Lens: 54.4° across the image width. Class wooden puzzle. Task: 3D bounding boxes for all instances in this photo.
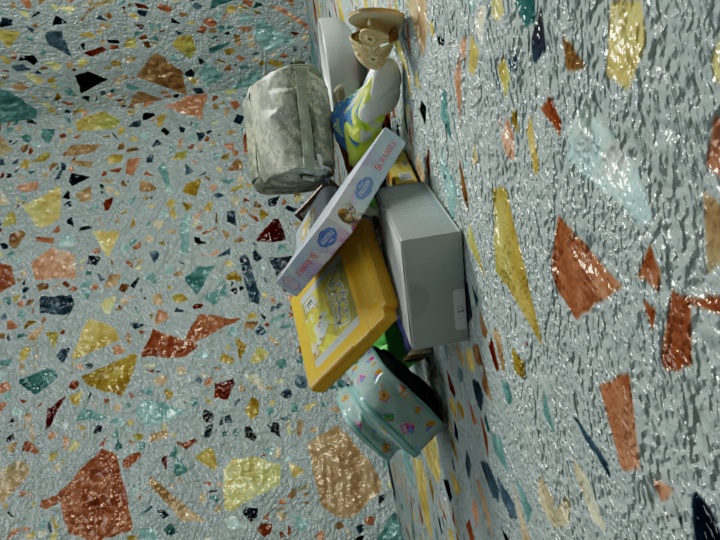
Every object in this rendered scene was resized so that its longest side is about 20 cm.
[{"bbox_3d":[-0.024,-0.223,1.284,0.185,0.037,0.200,-82,-21,-87],"label":"wooden puzzle"}]

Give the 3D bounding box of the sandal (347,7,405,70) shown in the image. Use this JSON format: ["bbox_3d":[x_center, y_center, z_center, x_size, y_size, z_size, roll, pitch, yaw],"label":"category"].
[{"bbox_3d":[0.024,-0.320,0.995,0.212,0.077,0.070,-79,-12,-79],"label":"sandal"}]

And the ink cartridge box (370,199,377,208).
[{"bbox_3d":[0.012,-0.236,1.475,0.104,0.059,0.200,-110,12,-70],"label":"ink cartridge box"}]

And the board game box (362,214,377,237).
[{"bbox_3d":[-0.038,0.017,1.095,0.200,0.032,0.120,-44,41,37],"label":"board game box"}]

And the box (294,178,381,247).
[{"bbox_3d":[-0.023,-0.079,1.368,0.200,0.100,0.075,42,179,-5],"label":"box"}]

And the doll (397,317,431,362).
[{"bbox_3d":[0.080,0.062,1.267,0.136,0.048,0.200,119,144,-68],"label":"doll"}]

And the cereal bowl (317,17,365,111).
[{"bbox_3d":[-0.038,-0.446,1.518,0.200,0.083,0.200,171,90,-85],"label":"cereal bowl"}]

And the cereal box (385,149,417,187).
[{"bbox_3d":[0.071,-0.081,1.142,0.144,0.039,0.200,-103,6,-60],"label":"cereal box"}]

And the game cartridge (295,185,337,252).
[{"bbox_3d":[-0.075,-0.044,1.237,0.200,0.041,0.133,129,144,-59],"label":"game cartridge"}]

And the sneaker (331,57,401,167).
[{"bbox_3d":[-0.004,-0.260,1.113,0.105,0.076,0.200,45,138,28],"label":"sneaker"}]

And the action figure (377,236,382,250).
[{"bbox_3d":[0.000,0.000,1.212,0.200,0.134,0.149,-44,-40,-78],"label":"action figure"}]

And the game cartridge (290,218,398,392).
[{"bbox_3d":[-0.029,0.051,1.017,0.200,0.032,0.176,-50,42,35],"label":"game cartridge"}]

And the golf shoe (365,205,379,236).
[{"bbox_3d":[-0.016,-0.043,1.266,0.200,0.088,0.077,117,159,-52],"label":"golf shoe"}]

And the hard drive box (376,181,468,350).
[{"bbox_3d":[0.079,-0.013,0.944,0.200,0.077,0.156,-106,8,-63],"label":"hard drive box"}]

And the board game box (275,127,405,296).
[{"bbox_3d":[-0.030,-0.083,1.018,0.200,0.041,0.200,-46,12,53],"label":"board game box"}]

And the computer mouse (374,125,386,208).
[{"bbox_3d":[0.022,-0.202,1.270,0.139,0.053,0.200,68,-163,-63],"label":"computer mouse"}]

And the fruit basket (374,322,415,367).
[{"bbox_3d":[-0.004,0.137,1.452,0.155,0.215,0.216,10,-117,-47],"label":"fruit basket"}]

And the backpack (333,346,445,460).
[{"bbox_3d":[0.052,0.237,1.224,0.176,0.153,0.200,47,171,-11],"label":"backpack"}]

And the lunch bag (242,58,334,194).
[{"bbox_3d":[-0.113,-0.231,1.176,0.168,0.139,0.200,161,104,-71],"label":"lunch bag"}]
